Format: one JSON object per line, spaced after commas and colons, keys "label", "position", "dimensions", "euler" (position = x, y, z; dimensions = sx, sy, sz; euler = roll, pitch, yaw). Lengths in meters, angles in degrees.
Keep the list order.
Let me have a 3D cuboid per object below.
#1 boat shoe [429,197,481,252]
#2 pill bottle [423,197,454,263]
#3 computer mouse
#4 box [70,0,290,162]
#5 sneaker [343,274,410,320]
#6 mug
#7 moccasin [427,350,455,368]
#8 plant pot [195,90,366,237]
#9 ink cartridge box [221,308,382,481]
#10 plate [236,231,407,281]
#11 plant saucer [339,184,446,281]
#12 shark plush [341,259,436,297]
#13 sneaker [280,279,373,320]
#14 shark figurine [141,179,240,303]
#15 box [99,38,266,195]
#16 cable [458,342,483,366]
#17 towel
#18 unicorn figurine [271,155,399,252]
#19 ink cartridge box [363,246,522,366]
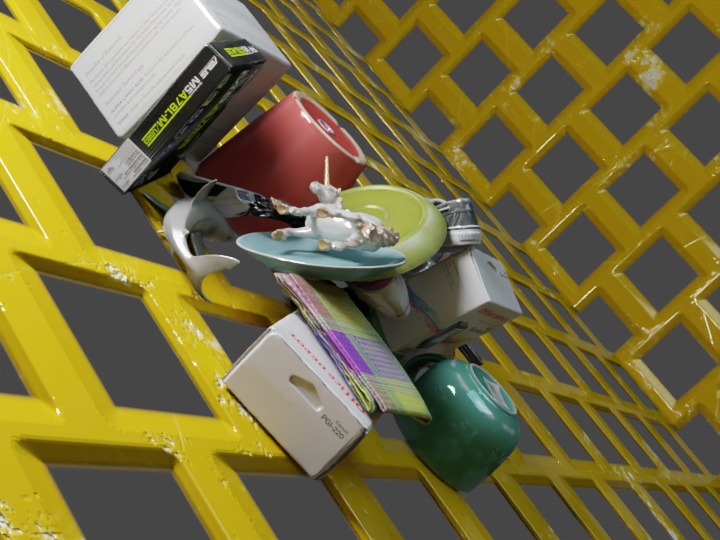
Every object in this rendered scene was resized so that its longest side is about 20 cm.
{"label": "boat shoe", "position": [0.110, -0.062, 1.598], "dimensions": [0.071, 0.072, 0.200], "euler": [1, -3, -24]}
{"label": "pill bottle", "position": [0.072, -0.058, 1.775], "dimensions": [0.198, 0.109, 0.109], "euler": [4, 40, -41]}
{"label": "computer mouse", "position": [-0.154, -0.081, 1.473], "dimensions": [0.198, 0.044, 0.109], "euler": [17, 3, 35]}
{"label": "box", "position": [-0.234, -0.269, 1.555], "dimensions": [0.131, 0.200, 0.198], "euler": [52, 15, 19]}
{"label": "sneaker", "position": [0.000, 0.000, 1.539], "dimensions": [0.100, 0.075, 0.200], "euler": [52, -1, -40]}
{"label": "mug", "position": [0.123, 0.178, 1.522], "dimensions": [0.185, 0.114, 0.152], "euler": [49, 14, 11]}
{"label": "moccasin", "position": [0.062, 0.069, 1.760], "dimensions": [0.202, 0.073, 0.078], "euler": [55, 7, 4]}
{"label": "plant pot", "position": [-0.100, -0.135, 1.621], "dimensions": [0.200, 0.177, 0.201], "euler": [42, 15, -13]}
{"label": "ink cartridge box", "position": [-0.046, 0.121, 1.252], "dimensions": [0.146, 0.085, 0.200], "euler": [46, 12, 3]}
{"label": "plate", "position": [-0.045, -0.014, 1.351], "dimensions": [0.197, 0.026, 0.200], "euler": [6, 11, -1]}
{"label": "plant saucer", "position": [0.011, -0.057, 1.497], "dimensions": [0.201, 0.197, 0.031], "euler": [-115, -168, -54]}
{"label": "shark plush", "position": [0.051, 0.031, 1.670], "dimensions": [0.198, 0.084, 0.091], "euler": [-19, 45, -34]}
{"label": "sneaker", "position": [-0.032, 0.062, 1.472], "dimensions": [0.113, 0.076, 0.201], "euler": [36, 14, -26]}
{"label": "shark figurine", "position": [-0.186, -0.060, 1.348], "dimensions": [0.128, 0.090, 0.215], "euler": [41, 13, -15]}
{"label": "box", "position": [-0.207, -0.188, 1.403], "dimensions": [0.047, 0.200, 0.193], "euler": [43, 13, -1]}
{"label": "cable", "position": [0.129, 0.060, 1.806], "dimensions": [0.200, 0.050, 0.097], "euler": [49, -4, 34]}
{"label": "towel", "position": [-0.006, 0.082, 1.261], "dimensions": [0.201, 0.023, 0.143], "euler": [53, 15, 25]}
{"label": "unicorn figurine", "position": [-0.034, -0.060, 1.375], "dimensions": [0.136, 0.075, 0.199], "euler": [-4, 31, -47]}
{"label": "ink cartridge box", "position": [0.102, 0.057, 1.602], "dimensions": [0.145, 0.199, 0.088], "euler": [19, 45, -63]}
